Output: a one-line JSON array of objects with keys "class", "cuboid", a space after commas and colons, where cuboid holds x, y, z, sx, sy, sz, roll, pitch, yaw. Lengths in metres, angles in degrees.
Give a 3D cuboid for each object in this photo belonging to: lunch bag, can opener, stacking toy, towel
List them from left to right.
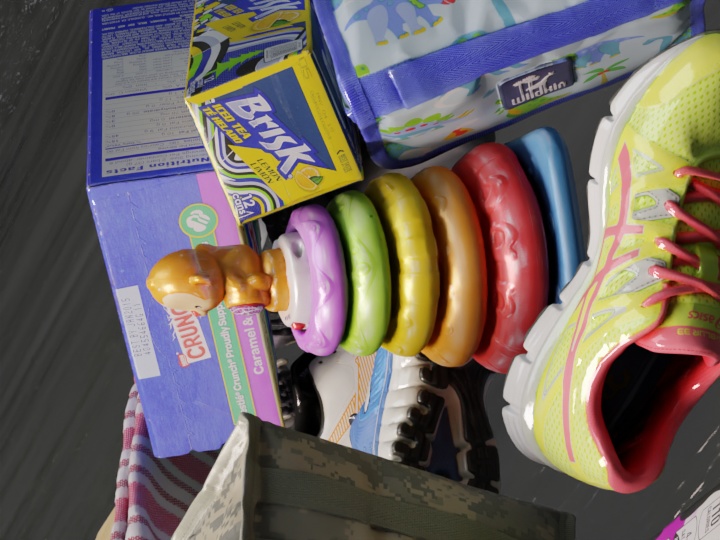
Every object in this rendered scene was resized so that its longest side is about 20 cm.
[{"class": "towel", "cuboid": [-0.066, 0.141, 1.257, 0.030, 0.146, 0.200, -43, 27, 29]}, {"class": "stacking toy", "cuboid": [0.000, 0.000, 1.082, 0.116, 0.200, 0.110, 162, 102, -73]}, {"class": "lunch bag", "cuboid": [0.002, 0.177, 0.951, 0.200, 0.164, 0.118, -88, 22, -48]}, {"class": "can opener", "cuboid": [0.013, -0.058, 1.270, 0.200, 0.067, 0.053, -23, 69, 50]}, {"class": "lunch bag", "cuboid": [0.065, -0.132, 1.092, 0.170, 0.128, 0.200, -22, 19, 3]}]

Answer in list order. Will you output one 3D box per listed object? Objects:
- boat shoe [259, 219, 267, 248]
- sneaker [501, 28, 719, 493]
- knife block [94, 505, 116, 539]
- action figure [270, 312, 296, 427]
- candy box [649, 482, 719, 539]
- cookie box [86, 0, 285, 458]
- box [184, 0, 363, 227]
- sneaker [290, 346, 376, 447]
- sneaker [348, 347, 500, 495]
[{"class": "boat shoe", "cuboid": [-0.141, 0.031, 1.732, 0.071, 0.091, 0.201, -17, 54, 70]}, {"class": "sneaker", "cuboid": [0.129, 0.002, 0.945, 0.200, 0.078, 0.090, -71, 23, 12]}, {"class": "knife block", "cuboid": [-0.165, 0.262, 1.567, 0.200, 0.064, 0.176, -55, 21, 38]}, {"class": "action figure", "cuboid": [-0.084, 0.080, 1.472, 0.200, 0.102, 0.119, 139, 137, -55]}, {"class": "candy box", "cuboid": [0.149, 0.117, 0.735, 0.200, 0.061, 0.137, -49, 24, 47]}, {"class": "cookie box", "cuboid": [-0.094, -0.027, 1.252, 0.200, 0.075, 0.171, -99, 0, -57]}, {"class": "box", "cuboid": [-0.042, -0.092, 1.137, 0.064, 0.070, 0.200, -21, 20, 6]}, {"class": "sneaker", "cuboid": [0.012, 0.040, 1.251, 0.200, 0.080, 0.074, -71, 14, -16]}, {"class": "sneaker", "cuboid": [0.028, 0.057, 1.177, 0.089, 0.078, 0.200, -41, 32, 53]}]
